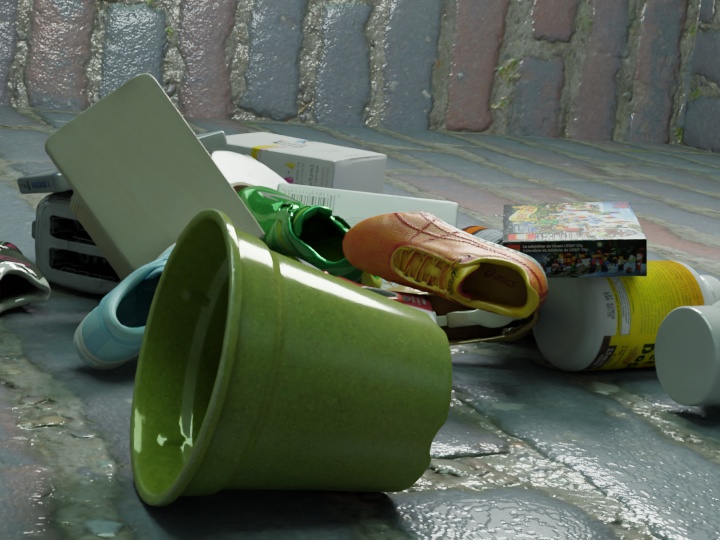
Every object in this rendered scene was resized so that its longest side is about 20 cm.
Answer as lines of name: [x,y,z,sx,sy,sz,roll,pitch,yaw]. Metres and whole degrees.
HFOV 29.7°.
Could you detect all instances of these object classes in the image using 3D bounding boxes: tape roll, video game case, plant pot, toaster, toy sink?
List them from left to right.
video game case: [-0.273,-0.122,1.536,0.198,0.022,0.182,-19,10,-25]
toaster: [-0.265,-0.034,1.497,0.198,0.115,0.129,12,16,23]
toy sink: [-0.211,-0.071,1.354,0.130,0.201,0.112,-38,4,-17]
tape roll: [-0.119,-0.047,1.514,0.202,0.037,0.204,32,32,-23]
plant pot: [-0.044,0.076,0.948,0.182,0.203,0.200,14,8,-24]

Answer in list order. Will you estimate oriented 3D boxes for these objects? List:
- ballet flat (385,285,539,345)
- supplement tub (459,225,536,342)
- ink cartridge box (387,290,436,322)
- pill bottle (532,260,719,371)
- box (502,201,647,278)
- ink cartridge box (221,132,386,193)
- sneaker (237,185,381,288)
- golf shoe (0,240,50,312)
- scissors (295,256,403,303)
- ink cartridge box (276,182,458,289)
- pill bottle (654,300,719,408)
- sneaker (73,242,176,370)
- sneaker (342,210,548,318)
ballet flat: [0.083,0.044,1.339,0.198,0.070,0.063,-7,-2,-10]
supplement tub: [0.155,0.011,1.501,0.106,0.108,0.199,-4,15,-41]
ink cartridge box: [-0.037,0.064,1.203,0.198,0.084,0.146,6,11,-2]
pill bottle: [0.282,0.045,1.391,0.198,0.111,0.109,-1,13,-29]
box: [0.211,-0.033,1.362,0.135,0.038,0.200,-1,13,6]
ink cartridge box: [-0.090,-0.090,1.759,0.198,0.149,0.144,12,13,27]
sneaker: [-0.053,-0.042,1.368,0.074,0.084,0.199,-37,52,-28]
golf shoe: [-0.398,0.008,1.326,0.088,0.078,0.199,24,21,37]
scissors: [-0.035,0.007,1.234,0.073,0.014,0.199,-2,15,-34]
ink cartridge box: [0.000,0.000,1.431,0.198,0.175,0.044,6,-28,0]
pill bottle: [0.385,0.079,1.280,0.198,0.111,0.109,0,13,-26]
sneaker: [-0.168,0.018,1.227,0.082,0.074,0.200,-34,9,49]
sneaker: [0.076,-0.008,1.251,0.198,0.074,0.077,13,14,14]
